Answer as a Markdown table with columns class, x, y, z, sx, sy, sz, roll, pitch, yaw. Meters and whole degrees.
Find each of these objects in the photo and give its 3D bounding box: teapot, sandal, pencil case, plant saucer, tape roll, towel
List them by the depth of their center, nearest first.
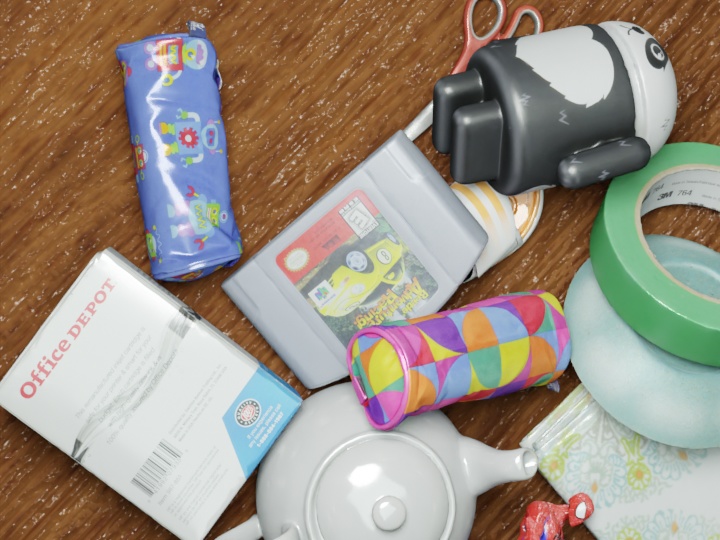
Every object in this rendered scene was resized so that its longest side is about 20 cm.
| class | x | y | z | sx | sy | sz | roll | pitch | yaw |
| --- | --- | --- | --- | --- | --- | --- | --- | --- | --- |
| pencil case | 0.081 | 0.069 | 1.120 | 0.198 | 0.088 | 0.090 | -8 | 92 | -40 |
| teapot | 0.006 | 0.185 | 1.123 | 0.196 | 0.146 | 0.202 | 29 | 87 | -7 |
| pencil case | -0.143 | -0.093 | 1.134 | 0.086 | 0.078 | 0.203 | -9 | 91 | -27 |
| tape roll | 0.290 | -0.017 | 1.158 | 0.197 | 0.048 | 0.202 | 5 | 52 | -6 |
| plant saucer | 0.268 | 0.047 | 1.168 | 0.198 | 0.039 | 0.203 | 4 | 58 | -7 |
| sandal | 0.075 | -0.020 | 1.175 | 0.206 | 0.059 | 0.080 | -37 | 94 | -7 |
| towel | 0.257 | 0.166 | 1.213 | 0.171 | 0.048 | 0.200 | -42 | 96 | -4 |

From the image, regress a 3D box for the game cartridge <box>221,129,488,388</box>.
| class | x | y | z | sx | sy | sz | roll | pitch | yaw |
| --- | --- | --- | --- | --- | --- | --- | --- | --- | --- |
| game cartridge | 0.000 | 0.000 | 1.146 | 0.199 | 0.041 | 0.133 | -40 | 99 | 14 |

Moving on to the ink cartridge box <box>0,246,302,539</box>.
| class | x | y | z | sx | sy | sz | roll | pitch | yaw |
| --- | --- | --- | --- | --- | --- | --- | --- | --- | --- |
| ink cartridge box | -0.168 | 0.098 | 1.126 | 0.199 | 0.084 | 0.146 | 38 | 88 | -7 |

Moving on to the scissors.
| class | x | y | z | sx | sy | sz | roll | pitch | yaw |
| --- | --- | --- | --- | --- | --- | --- | --- | --- | --- |
| scissors | 0.085 | -0.150 | 1.199 | 0.073 | 0.014 | 0.201 | 32 | 84 | -10 |

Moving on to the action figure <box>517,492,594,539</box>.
| class | x | y | z | sx | sy | sz | roll | pitch | yaw |
| --- | --- | --- | --- | --- | --- | --- | --- | --- | --- |
| action figure | 0.127 | 0.265 | 1.146 | 0.200 | 0.099 | 0.065 | -41 | 139 | -5 |

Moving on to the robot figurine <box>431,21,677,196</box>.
| class | x | y | z | sx | sy | sz | roll | pitch | yaw |
| --- | --- | --- | --- | --- | --- | --- | --- | --- | --- |
| robot figurine | 0.158 | -0.133 | 1.135 | 0.197 | 0.125 | 0.152 | -13 | 83 | -13 |
